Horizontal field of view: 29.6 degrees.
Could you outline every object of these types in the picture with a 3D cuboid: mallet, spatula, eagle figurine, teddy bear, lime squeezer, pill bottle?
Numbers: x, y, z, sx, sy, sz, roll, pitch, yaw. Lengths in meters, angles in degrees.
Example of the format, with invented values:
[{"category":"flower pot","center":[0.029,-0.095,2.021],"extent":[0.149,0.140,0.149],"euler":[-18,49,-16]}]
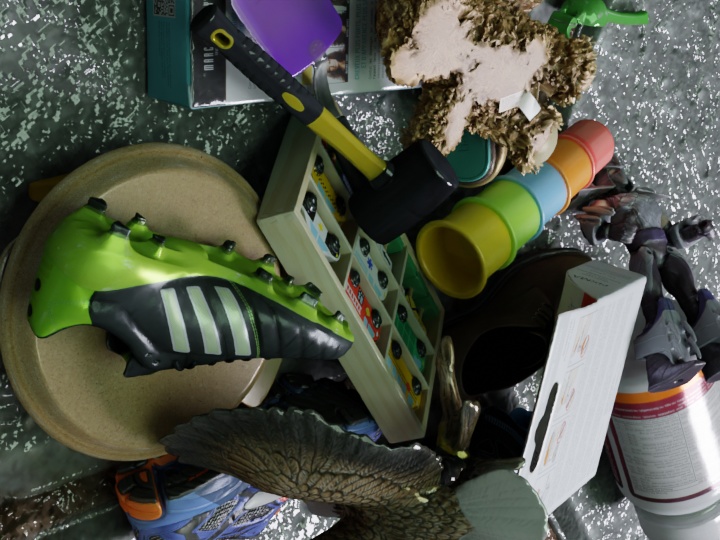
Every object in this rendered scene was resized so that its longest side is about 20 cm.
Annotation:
[{"category":"mallet","center":[-0.015,-0.092,0.786],"extent":[0.066,0.041,0.200],"euler":[-32,131,13]},{"category":"spatula","center":[-0.018,-0.101,0.825],"extent":[0.057,0.020,0.201],"euler":[-46,134,-21]},{"category":"eagle figurine","center":[-0.007,0.144,0.804],"extent":[0.199,0.152,0.151],"euler":[-13,153,-39]},{"category":"teddy bear","center":[0.076,-0.134,0.870],"extent":[0.199,0.067,0.146],"euler":[1,118,-39]},{"category":"lime squeezer","center":[0.151,-0.165,1.021],"extent":[0.200,0.038,0.071],"euler":[-43,157,-26]},{"category":"pill bottle","center":[0.256,0.132,1.135],"extent":[0.109,0.109,0.201],"euler":[-39,125,-26]}]

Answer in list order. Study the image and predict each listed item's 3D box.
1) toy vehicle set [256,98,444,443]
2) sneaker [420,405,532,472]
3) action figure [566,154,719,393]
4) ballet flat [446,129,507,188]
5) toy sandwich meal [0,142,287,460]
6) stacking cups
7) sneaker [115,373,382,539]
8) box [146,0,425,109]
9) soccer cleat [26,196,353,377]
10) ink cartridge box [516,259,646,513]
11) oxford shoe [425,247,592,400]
[{"category":"toy vehicle set","center":[0.000,0.000,0.886],"extent":[0.125,0.026,0.201],"euler":[-77,146,-47]},{"category":"sneaker","center":[0.072,0.140,1.012],"extent":[0.199,0.073,0.083],"euler":[7,87,-50]},{"category":"action figure","center":[0.229,-0.009,1.050],"extent":[0.129,0.069,0.201],"euler":[-6,62,-30]},{"category":"ballet flat","center":[0.071,-0.159,0.938],"extent":[0.063,0.068,0.201],"euler":[-43,134,-59]},{"category":"toy sandwich meal","center":[-0.126,0.015,0.801],"extent":[0.204,0.070,0.207],"euler":[-10,107,-36]},{"category":"stacking cups","center":[0.120,-0.050,0.993],"extent":[0.200,0.060,0.061],"euler":[-36,124,-42]},{"category":"sneaker","center":[-0.069,0.128,0.887],"extent":[0.199,0.075,0.079],"euler":[-19,127,-31]},{"category":"box","center":[-0.036,-0.151,0.842],"extent":[0.199,0.049,0.083],"euler":[-11,109,-39]},{"category":"soccer cleat","center":[-0.091,0.024,0.752],"extent":[0.199,0.068,0.081],"euler":[20,106,-38]},{"category":"ink cartridge box","center":[0.131,0.084,0.929],"extent":[0.200,0.047,0.161],"euler":[-13,118,-62]},{"category":"oxford shoe","center":[0.122,0.046,1.013],"extent":[0.199,0.084,0.073],"euler":[-33,119,-32]}]
